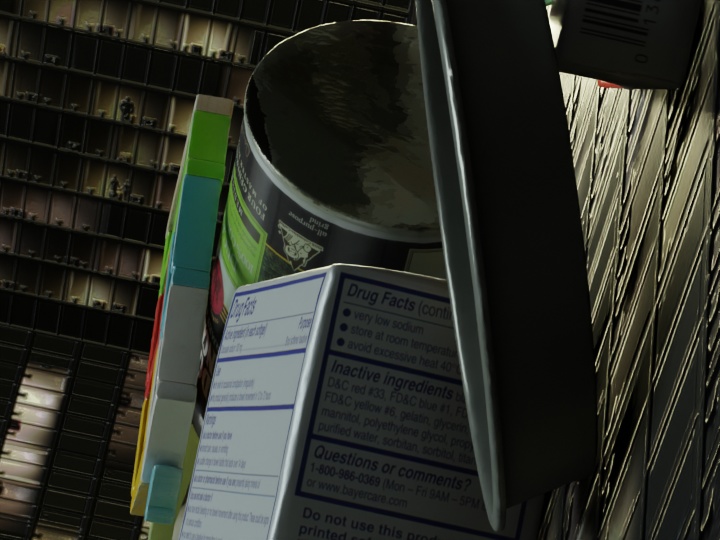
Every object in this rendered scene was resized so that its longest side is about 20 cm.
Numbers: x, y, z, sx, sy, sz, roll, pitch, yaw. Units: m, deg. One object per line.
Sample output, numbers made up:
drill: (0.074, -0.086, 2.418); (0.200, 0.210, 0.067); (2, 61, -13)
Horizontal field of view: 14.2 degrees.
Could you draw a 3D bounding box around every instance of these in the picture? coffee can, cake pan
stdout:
coffee can: (0.000, 0.000, 1.419); (0.147, 0.145, 0.201); (-80, 3, -47)
cake pan: (0.047, -0.016, 0.952); (0.200, 0.036, 0.202); (173, 90, -89)

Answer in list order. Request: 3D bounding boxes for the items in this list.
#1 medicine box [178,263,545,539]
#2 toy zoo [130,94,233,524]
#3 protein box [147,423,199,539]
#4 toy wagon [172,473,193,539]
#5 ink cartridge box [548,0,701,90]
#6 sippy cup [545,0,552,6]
medicine box: (-0.005, 0.106, 1.140); (0.182, 0.102, 0.201); (169, 114, -76)
toy zoo: (-0.090, 0.032, 1.419); (0.131, 0.020, 0.201); (109, 168, -60)
protein box: (-0.025, 0.071, 1.625); (0.199, 0.134, 0.201); (105, -178, -54)
toy wagon: (-0.056, 0.135, 1.320); (0.200, 0.039, 0.156); (-117, 45, -68)
ink cartridge box: (0.094, -0.145, 1.005); (0.200, 0.047, 0.161); (-134, 56, -85)
sippy cup: (0.045, -0.194, 1.097); (0.140, 0.130, 0.179); (16, -93, -78)
